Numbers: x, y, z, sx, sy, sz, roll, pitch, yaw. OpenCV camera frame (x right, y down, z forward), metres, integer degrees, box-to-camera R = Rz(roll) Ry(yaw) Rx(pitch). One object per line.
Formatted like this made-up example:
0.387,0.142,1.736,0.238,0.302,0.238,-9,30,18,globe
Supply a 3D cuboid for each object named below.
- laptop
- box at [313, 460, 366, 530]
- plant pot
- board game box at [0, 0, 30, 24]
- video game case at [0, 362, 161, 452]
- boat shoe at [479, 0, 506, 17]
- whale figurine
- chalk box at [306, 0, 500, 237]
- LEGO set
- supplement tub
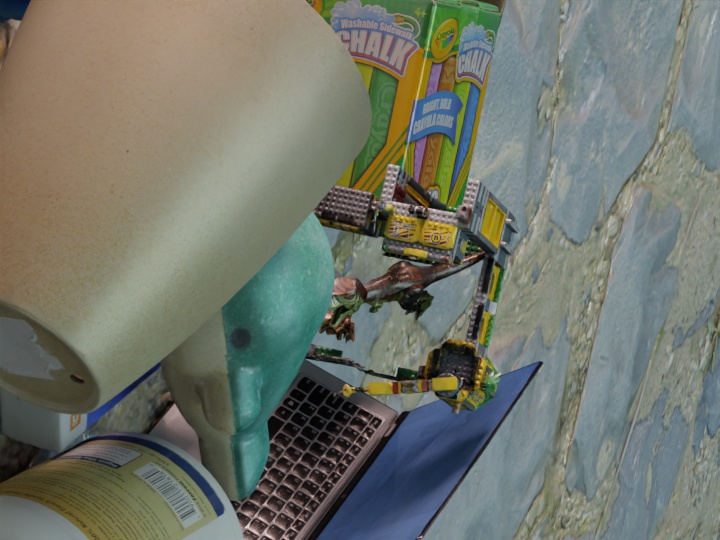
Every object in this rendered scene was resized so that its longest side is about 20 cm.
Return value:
-0.024,0.098,1.494,0.187,0.199,0.116,-50,165,-46,laptop
-0.059,0.256,1.563,0.199,0.130,0.201,-76,165,-49,box
-0.121,-0.036,1.184,0.200,0.187,0.188,-60,153,-29,plant pot
-0.176,-0.250,1.193,0.201,0.026,0.200,-70,156,-13,board game box
-0.139,-0.021,1.390,0.200,0.045,0.182,-42,141,-53,video game case
0.042,-0.125,1.722,0.200,0.075,0.074,-58,158,-19,boat shoe
-0.064,0.034,1.360,0.159,0.103,0.201,-104,-173,-53,whale figurine
0.007,-0.132,1.561,0.124,0.124,0.201,-6,108,-66,chalk box
0.000,0.000,1.428,0.154,0.199,0.116,-68,160,-5,LEGO set
-0.166,0.181,1.319,0.200,0.144,0.145,-24,125,-61,supplement tub
